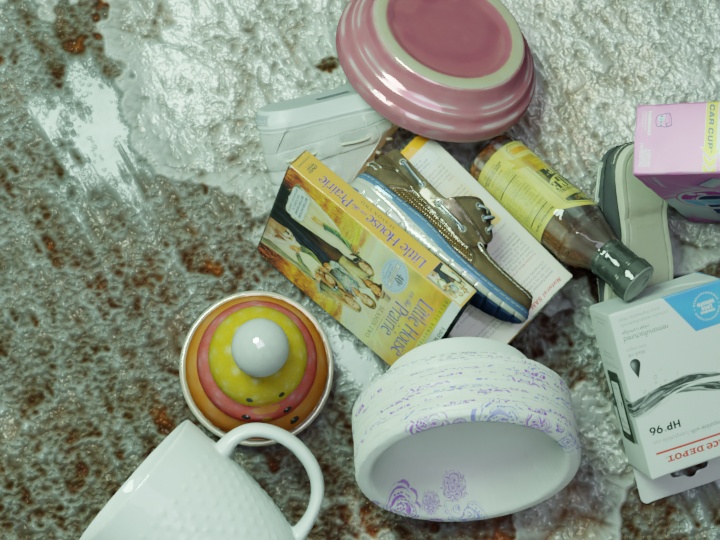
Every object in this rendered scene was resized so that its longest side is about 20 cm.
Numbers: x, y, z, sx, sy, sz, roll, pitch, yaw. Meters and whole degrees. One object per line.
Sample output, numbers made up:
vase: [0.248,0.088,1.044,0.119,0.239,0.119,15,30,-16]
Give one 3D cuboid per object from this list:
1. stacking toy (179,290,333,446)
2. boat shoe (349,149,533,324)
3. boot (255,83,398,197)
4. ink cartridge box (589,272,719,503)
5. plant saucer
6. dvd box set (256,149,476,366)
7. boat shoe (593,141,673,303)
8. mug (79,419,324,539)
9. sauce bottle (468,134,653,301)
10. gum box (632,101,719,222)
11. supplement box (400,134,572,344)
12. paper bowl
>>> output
stacking toy: [-0.094,0.078,1.211,0.145,0.200,0.147,0,80,-3]
boat shoe: [0.084,-0.034,1.229,0.200,0.072,0.072,40,78,2]
boot: [-0.002,-0.128,1.324,0.199,0.074,0.096,-14,109,-15]
ink cartridge box: [0.298,0.116,1.273,0.115,0.068,0.201,-17,98,-6]
plant saucer: [0.077,-0.213,1.299,0.199,0.051,0.202,9,54,-12]
dvd box set: [0.000,0.000,1.250,0.200,0.147,0.029,40,55,8]
boat shoe: [0.256,-0.024,1.321,0.072,0.063,0.202,-2,99,-22]
mug: [-0.120,0.226,1.211,0.175,0.148,0.200,43,87,-6]
sauce bottle: [0.189,-0.048,1.284,0.066,0.066,0.200,-43,65,-8]
gum box: [0.337,-0.095,1.260,0.113,0.200,0.067,0,79,30]
supplement box: [0.084,-0.015,1.300,0.126,0.074,0.200,-44,86,-8]
paper bowl: [0.091,0.136,1.221,0.199,0.201,0.105,-2,53,-4]
